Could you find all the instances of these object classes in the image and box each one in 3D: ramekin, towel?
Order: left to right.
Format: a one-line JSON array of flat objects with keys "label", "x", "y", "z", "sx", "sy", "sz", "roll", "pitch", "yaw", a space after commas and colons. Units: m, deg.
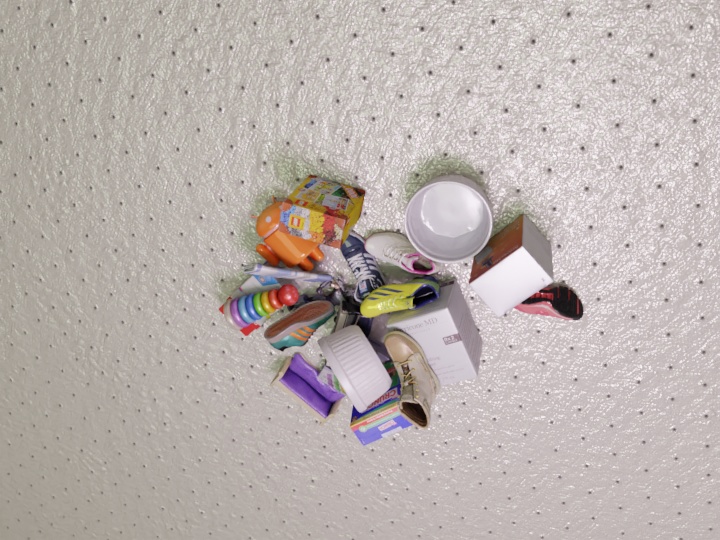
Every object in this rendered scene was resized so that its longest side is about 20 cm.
[{"label": "towel", "x": -0.184, "y": 0.005, "z": 1.616, "sx": 0.200, "sy": 0.147, "sz": 0.024, "roll": 8, "pitch": 85, "yaw": -20}, {"label": "ramekin", "x": -0.009, "y": 0.228, "z": 1.565, "sx": 0.105, "sy": 0.200, "sz": 0.200, "roll": -31, "pitch": 106, "yaw": -4}, {"label": "ramekin", "x": 0.208, "y": -0.127, "z": 1.505, "sx": 0.200, "sy": 0.105, "sz": 0.200, "roll": 6, "pitch": 117, "yaw": 13}]

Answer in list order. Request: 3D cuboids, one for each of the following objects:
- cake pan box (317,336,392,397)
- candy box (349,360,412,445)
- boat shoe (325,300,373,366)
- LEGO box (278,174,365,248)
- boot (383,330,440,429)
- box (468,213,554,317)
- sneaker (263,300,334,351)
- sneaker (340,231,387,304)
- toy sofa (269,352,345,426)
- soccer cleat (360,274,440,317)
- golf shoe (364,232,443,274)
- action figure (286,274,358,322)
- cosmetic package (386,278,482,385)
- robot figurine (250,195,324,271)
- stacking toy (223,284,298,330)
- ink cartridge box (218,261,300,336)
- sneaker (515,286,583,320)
[{"label": "cake pan box", "x": 0.002, "y": 0.268, "z": 1.780, "sx": 0.200, "sy": 0.052, "sz": 0.184, "roll": 33, "pitch": 116, "yaw": -1}, {"label": "candy box", "x": 0.067, "y": 0.322, "z": 1.642, "sx": 0.169, "sy": 0.200, "sz": 0.077, "roll": -28, "pitch": 114, "yaw": 19}, {"label": "boat shoe", "x": -0.027, "y": 0.174, "z": 1.683, "sx": 0.093, "sy": 0.075, "sz": 0.200, "roll": 12, "pitch": 123, "yaw": -9}, {"label": "LEGO box", "x": -0.086, "y": -0.141, "z": 1.523, "sx": 0.149, "sy": 0.200, "sz": 0.077, "roll": 17, "pitch": 119, "yaw": 6}, {"label": "boot", "x": 0.110, "y": 0.249, "z": 1.493, "sx": 0.072, "sy": 0.155, "sz": 0.200, "roll": -27, "pitch": 105, "yaw": 26}, {"label": "box", "x": 0.341, "y": -0.014, "z": 1.468, "sx": 0.152, "sy": 0.200, "sz": 0.106, "roll": -39, "pitch": 100, "yaw": 26}, {"label": "sneaker", "x": -0.146, "y": 0.145, "z": 1.679, "sx": 0.200, "sy": 0.071, "sz": 0.080, "roll": -26, "pitch": 130, "yaw": 12}, {"label": "sneaker", "x": 0.000, "y": 0.000, "z": 1.619, "sx": 0.070, "sy": 0.109, "sz": 0.200, "roll": -26, "pitch": 106, "yaw": 24}, {"label": "toy sofa", "x": -0.144, "y": 0.333, "z": 1.831, "sx": 0.200, "sy": 0.083, "sz": 0.098, "roll": 41, "pitch": 119, "yaw": -6}, {"label": "soccer cleat", "x": 0.094, "y": 0.068, "z": 1.544, "sx": 0.200, "sy": 0.084, "sz": 0.065, "roll": -20, "pitch": 119, "yaw": 5}, {"label": "golf shoe", "x": 0.102, "y": -0.041, "z": 1.578, "sx": 0.200, "sy": 0.092, "sz": 0.075, "roll": 16, "pitch": 106, "yaw": 8}, {"label": "action figure", "x": -0.091, "y": 0.086, "z": 1.708, "sx": 0.200, "sy": 0.069, "sz": 0.130, "roll": -21, "pitch": 105, "yaw": 21}, {"label": "cosmetic package", "x": 0.188, "y": 0.158, "z": 1.611, "sx": 0.165, "sy": 0.165, "sz": 0.200, "roll": -19, "pitch": 109, "yaw": 22}, {"label": "robot figurine", "x": -0.180, "y": -0.086, "z": 1.621, "sx": 0.144, "sy": 0.117, "sz": 0.200, "roll": -36, "pitch": 101, "yaw": 26}, {"label": "stacking toy", "x": -0.248, "y": 0.086, "z": 1.674, "sx": 0.200, "sy": 0.085, "sz": 0.085, "roll": -19, "pitch": 109, "yaw": 16}, {"label": "ink cartridge box", "x": -0.274, "y": 0.075, "z": 1.751, "sx": 0.200, "sy": 0.067, "sz": 0.116, "roll": -40, "pitch": 99, "yaw": 27}, {"label": "sneaker", "x": 0.438, "y": 0.075, "z": 1.571, "sx": 0.200, "sy": 0.074, "sz": 0.087, "roll": 16, "pitch": 160, "yaw": -7}]
